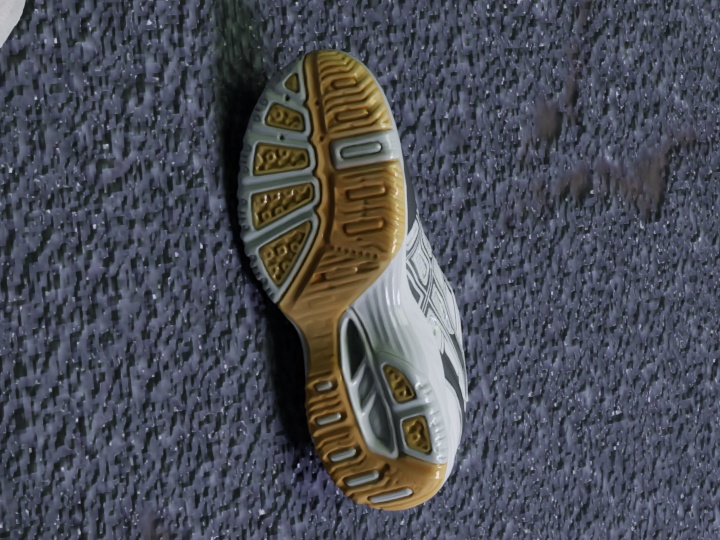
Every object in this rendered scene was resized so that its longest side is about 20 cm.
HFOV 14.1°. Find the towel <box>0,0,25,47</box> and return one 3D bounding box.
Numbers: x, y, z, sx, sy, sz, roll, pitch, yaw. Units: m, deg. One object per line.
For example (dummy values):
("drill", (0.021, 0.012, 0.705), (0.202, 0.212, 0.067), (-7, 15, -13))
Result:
("towel", (-0.193, -0.085, 1.016), (0.133, 0.034, 0.201), (58, 43, -35))

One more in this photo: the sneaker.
("sneaker", (0.000, 0.000, 1.270), (0.088, 0.075, 0.201), (-40, 123, -68))
